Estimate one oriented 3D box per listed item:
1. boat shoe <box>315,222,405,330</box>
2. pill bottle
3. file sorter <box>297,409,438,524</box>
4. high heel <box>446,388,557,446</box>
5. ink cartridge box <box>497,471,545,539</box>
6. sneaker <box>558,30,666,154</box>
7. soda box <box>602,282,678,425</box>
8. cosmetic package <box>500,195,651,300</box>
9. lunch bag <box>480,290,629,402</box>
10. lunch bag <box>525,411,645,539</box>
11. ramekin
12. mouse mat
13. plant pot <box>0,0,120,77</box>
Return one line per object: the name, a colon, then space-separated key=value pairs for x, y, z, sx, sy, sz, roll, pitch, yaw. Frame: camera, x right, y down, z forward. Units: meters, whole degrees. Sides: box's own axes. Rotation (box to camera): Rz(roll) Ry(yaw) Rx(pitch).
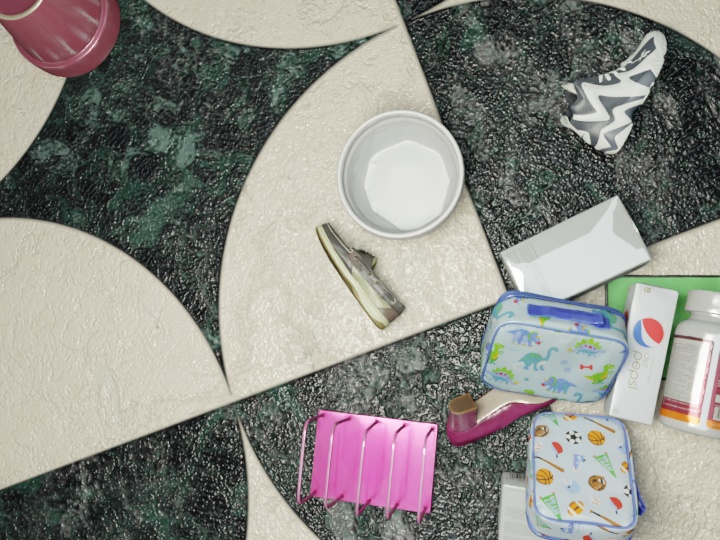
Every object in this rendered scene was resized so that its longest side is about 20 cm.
boat shoe: x=0.000 y=0.000 z=1.240 sx=0.066 sy=0.072 sz=0.202 roll=-33 pitch=79 yaw=-4
pill bottle: x=0.504 y=0.135 z=1.094 sx=0.109 sy=0.110 sz=0.202 roll=11 pitch=87 yaw=12
file sorter: x=0.011 y=0.303 z=1.176 sx=0.198 sy=0.125 sz=0.140 roll=5 pitch=86 yaw=12
high heel: x=0.229 y=0.219 z=1.191 sx=0.198 sy=0.097 sz=0.068 roll=-10 pitch=43 yaw=-3
ink cartridge box: x=0.290 y=0.419 z=1.160 sx=0.161 sy=0.057 sz=0.202 roll=5 pitch=106 yaw=12
sneaker: x=0.382 y=-0.295 z=1.182 sx=0.129 sy=0.079 sz=0.201 roll=25 pitch=100 yaw=4
soda box: x=0.418 y=0.123 z=1.133 sx=0.063 sy=0.068 sz=0.202 roll=12 pitch=87 yaw=11
cosmetic package: x=0.327 y=-0.018 z=1.165 sx=0.199 sy=0.081 sz=0.114 roll=-24 pitch=77 yaw=7
lunch bag: x=0.282 y=0.111 z=1.111 sx=0.198 sy=0.162 sz=0.083 roll=8 pitch=45 yaw=3
lunch bag: x=0.320 y=0.302 z=1.091 sx=0.159 sy=0.076 sz=0.201 roll=5 pitch=44 yaw=8
ramekin: x=0.070 y=-0.143 z=1.211 sx=0.198 sy=0.105 sz=0.202 roll=-1 pitch=84 yaw=12
mouse mat: x=0.479 y=0.087 z=1.163 sx=0.198 sy=0.008 sz=0.163 roll=0 pitch=85 yaw=10
plant pot: x=-0.555 y=-0.467 z=1.338 sx=0.198 sy=0.179 sz=0.202 roll=-1 pitch=84 yaw=10
